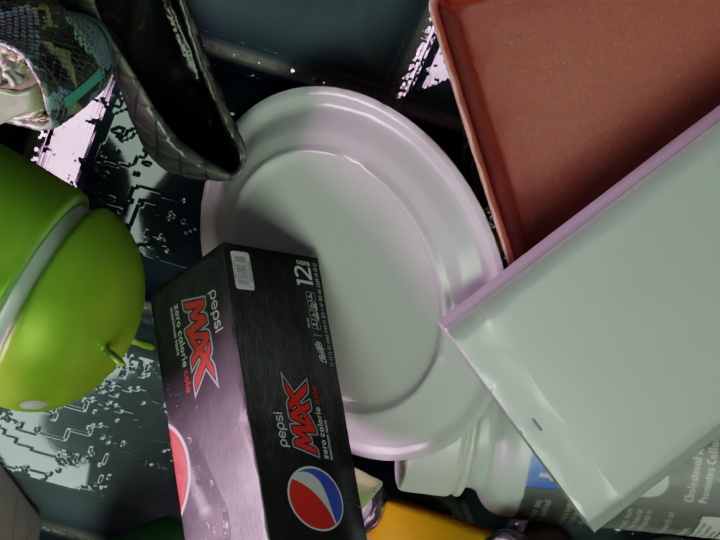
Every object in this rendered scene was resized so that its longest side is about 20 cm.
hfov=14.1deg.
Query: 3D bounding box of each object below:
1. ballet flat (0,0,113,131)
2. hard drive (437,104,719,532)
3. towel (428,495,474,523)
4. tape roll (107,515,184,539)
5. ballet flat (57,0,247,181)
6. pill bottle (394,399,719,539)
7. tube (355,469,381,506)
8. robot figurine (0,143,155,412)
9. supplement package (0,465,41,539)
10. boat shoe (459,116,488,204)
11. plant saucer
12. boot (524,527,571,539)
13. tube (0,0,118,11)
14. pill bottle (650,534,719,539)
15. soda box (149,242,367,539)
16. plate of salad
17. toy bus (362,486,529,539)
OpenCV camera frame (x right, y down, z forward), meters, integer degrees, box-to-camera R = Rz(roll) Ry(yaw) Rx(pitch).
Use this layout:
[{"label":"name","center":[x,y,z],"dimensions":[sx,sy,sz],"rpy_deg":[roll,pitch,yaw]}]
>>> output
[{"label":"ballet flat","center":[-0.219,-0.100,1.401],"dimensions":[0.200,0.074,0.074],"rpy_deg":[3,128,22]},{"label":"hard drive","center":[0.155,0.016,1.419],"dimensions":[0.200,0.026,0.132],"rpy_deg":[-37,107,-2]},{"label":"towel","center":[0.019,0.234,1.602],"dimensions":[0.153,0.200,0.023],"rpy_deg":[-33,138,19]},{"label":"tape roll","center":[-0.089,0.235,1.597],"dimensions":[0.048,0.200,0.200],"rpy_deg":[-22,126,-15]},{"label":"ballet flat","center":[-0.104,-0.126,1.419],"dimensions":[0.057,0.066,0.200],"rpy_deg":[20,148,41]},{"label":"pill bottle","center":[0.123,0.080,1.545],"dimensions":[0.200,0.114,0.114],"rpy_deg":[6,125,-6]},{"label":"tube","center":[-0.077,0.169,1.478],"dimensions":[0.058,0.052,0.200],"rpy_deg":[40,73,-2]},{"label":"robot figurine","center":[-0.196,-0.006,1.456],"dimensions":[0.200,0.175,0.116],"rpy_deg":[29,100,5]},{"label":"supplement package","center":[-0.276,0.125,1.562],"dimensions":[0.120,0.121,0.200],"rpy_deg":[-23,122,15]},{"label":"boat shoe","center":[0.146,-0.037,1.493],"dimensions":[0.200,0.068,0.072],"rpy_deg":[17,122,-14]},{"label":"plant saucer","center":[0.149,-0.077,1.429],"dimensions":[0.200,0.037,0.200],"rpy_deg":[-20,106,-7]},{"label":"boot","center":[0.054,0.248,1.634],"dimensions":[0.200,0.155,0.077],"rpy_deg":[-25,132,14]},{"label":"tube","center":[-0.178,-0.182,1.396],"dimensions":[0.058,0.052,0.200],"rpy_deg":[8,136,32]},{"label":"pill bottle","center":[0.248,0.193,1.608],"dimensions":[0.200,0.109,0.109],"rpy_deg":[-2,129,-27]},{"label":"soda box","center":[-0.049,0.092,1.430],"dimensions":[0.063,0.200,0.071],"rpy_deg":[10,149,-38]},{"label":"plate of salad","center":[0.000,0.000,1.483],"dimensions":[0.200,0.048,0.200],"rpy_deg":[17,119,34]},{"label":"toy bus","center":[0.039,0.164,1.560],"dimensions":[0.065,0.200,0.078],"rpy_deg":[20,86,-45]}]
